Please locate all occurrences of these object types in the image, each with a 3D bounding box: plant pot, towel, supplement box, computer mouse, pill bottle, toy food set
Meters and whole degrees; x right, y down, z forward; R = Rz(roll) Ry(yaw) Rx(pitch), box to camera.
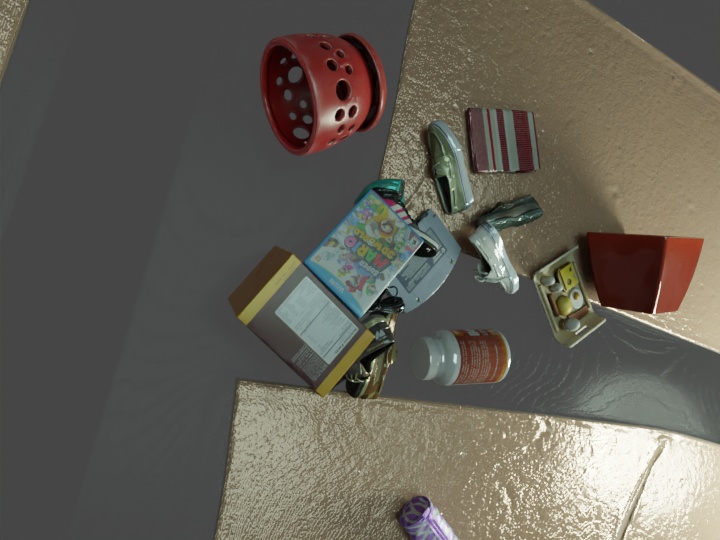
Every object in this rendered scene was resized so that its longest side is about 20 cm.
[{"bbox_3d":[0.675,0.004,1.410,0.196,0.198,0.182,-1,97,-36],"label":"plant pot"},{"bbox_3d":[0.333,-0.300,1.360,0.195,0.023,0.149,-5,88,-28],"label":"towel"},{"bbox_3d":[-0.065,-0.334,1.076,0.180,0.199,0.205,-25,98,-32],"label":"plant pot"},{"bbox_3d":[-0.109,0.081,1.021,0.133,0.197,0.200,-47,106,-8],"label":"supplement box"},{"bbox_3d":[0.000,0.000,1.141,0.135,0.053,0.205,1,60,-33],"label":"computer mouse"},{"bbox_3d":[0.207,0.181,1.226,0.195,0.112,0.116,2,87,-26],"label":"pill bottle"},{"bbox_3d":[0.506,0.061,1.404,0.141,0.060,0.204,-28,100,-24],"label":"toy food set"}]

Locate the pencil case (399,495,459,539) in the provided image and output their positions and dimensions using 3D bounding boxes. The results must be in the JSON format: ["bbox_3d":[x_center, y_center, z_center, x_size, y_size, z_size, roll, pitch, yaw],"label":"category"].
[{"bbox_3d":[0.161,0.559,1.202,0.084,0.085,0.202,-43,105,-22],"label":"pencil case"}]

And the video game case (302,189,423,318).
[{"bbox_3d":[0.008,-0.034,1.079,0.143,0.018,0.201,43,68,-1],"label":"video game case"}]

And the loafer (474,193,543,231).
[{"bbox_3d":[0.329,-0.130,1.332,0.196,0.072,0.064,-13,74,-30],"label":"loafer"}]

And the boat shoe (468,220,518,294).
[{"bbox_3d":[0.281,-0.007,1.281,0.085,0.075,0.204,-35,129,-3],"label":"boat shoe"}]

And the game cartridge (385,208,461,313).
[{"bbox_3d":[0.122,-0.015,1.237,0.200,0.041,0.134,-46,110,-20],"label":"game cartridge"}]

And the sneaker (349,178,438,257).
[{"bbox_3d":[0.080,-0.117,1.182,0.197,0.083,0.123,28,62,-15],"label":"sneaker"}]

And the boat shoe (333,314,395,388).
[{"bbox_3d":[-0.014,0.172,1.097,0.201,0.074,0.074,-48,151,15],"label":"boat shoe"}]

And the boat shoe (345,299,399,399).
[{"bbox_3d":[0.036,0.161,1.172,0.073,0.075,0.205,24,86,-27],"label":"boat shoe"}]

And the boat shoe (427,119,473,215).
[{"bbox_3d":[0.185,-0.218,1.256,0.061,0.071,0.204,-29,103,-26],"label":"boat shoe"}]
